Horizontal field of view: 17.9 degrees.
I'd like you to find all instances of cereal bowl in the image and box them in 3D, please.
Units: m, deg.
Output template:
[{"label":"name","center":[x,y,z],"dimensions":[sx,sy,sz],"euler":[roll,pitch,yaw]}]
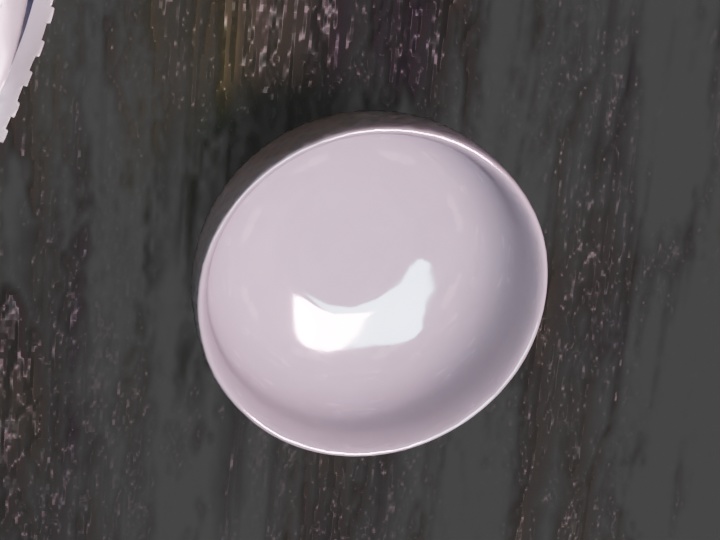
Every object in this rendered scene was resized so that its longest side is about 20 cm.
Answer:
[{"label":"cereal bowl","center":[0.000,0.000,1.287],"dimensions":[0.199,0.083,0.201],"euler":[-4,112,-11]}]

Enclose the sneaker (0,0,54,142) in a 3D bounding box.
[{"label":"sneaker","center":[-0.201,-0.146,1.189],"dimensions":[0.080,0.076,0.201],"euler":[13,97,-19]}]
